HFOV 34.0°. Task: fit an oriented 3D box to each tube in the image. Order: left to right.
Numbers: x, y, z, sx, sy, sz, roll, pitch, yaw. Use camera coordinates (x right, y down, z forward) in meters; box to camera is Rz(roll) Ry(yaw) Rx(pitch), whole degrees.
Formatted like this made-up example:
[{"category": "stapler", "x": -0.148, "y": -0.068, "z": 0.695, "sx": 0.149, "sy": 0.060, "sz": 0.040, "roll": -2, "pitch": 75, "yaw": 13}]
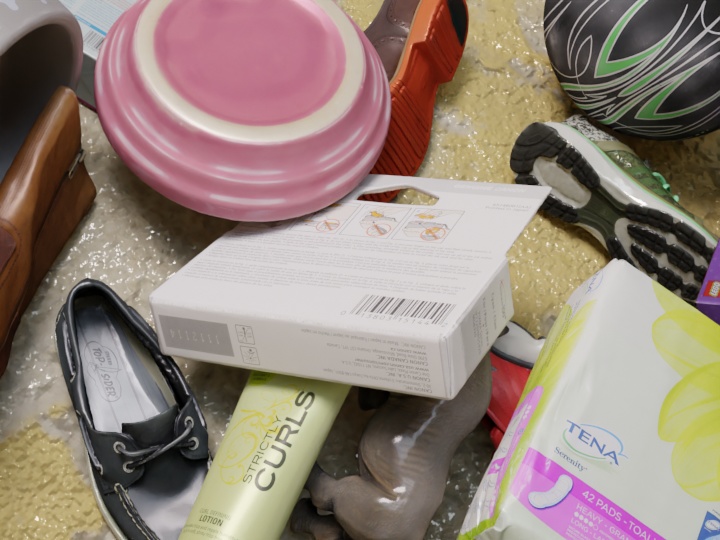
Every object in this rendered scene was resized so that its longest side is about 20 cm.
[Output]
[{"category": "tube", "x": -0.059, "y": 0.114, "z": 0.669, "sx": 0.057, "sy": 0.052, "sz": 0.202, "roll": 28, "pitch": 62, "yaw": -6}]

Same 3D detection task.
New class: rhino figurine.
[{"category": "rhino figurine", "x": 0.033, "y": 0.079, "z": 0.710, "sx": 0.086, "sy": 0.060, "sz": 0.202, "roll": 20, "pitch": 74, "yaw": 28}]

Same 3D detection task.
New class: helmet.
[{"category": "helmet", "x": 0.227, "y": -0.190, "z": 0.855, "sx": 0.191, "sy": 0.200, "sz": 0.200, "roll": -45, "pitch": 75, "yaw": 9}]

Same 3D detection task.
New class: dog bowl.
[{"category": "dog bowl", "x": -0.236, "y": -0.089, "z": 0.699, "sx": 0.058, "sy": 0.201, "sz": 0.202, "roll": 29, "pitch": 59, "yaw": 2}]

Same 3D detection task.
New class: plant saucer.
[{"category": "plant saucer", "x": -0.073, "y": -0.128, "z": 0.769, "sx": 0.197, "sy": 0.051, "sz": 0.204, "roll": 6, "pitch": 57, "yaw": -9}]

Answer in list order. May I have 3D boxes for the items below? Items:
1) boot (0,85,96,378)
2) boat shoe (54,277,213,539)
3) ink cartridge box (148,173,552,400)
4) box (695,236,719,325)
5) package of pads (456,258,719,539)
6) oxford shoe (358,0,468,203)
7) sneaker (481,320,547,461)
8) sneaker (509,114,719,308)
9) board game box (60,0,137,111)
[{"category": "boot", "x": -0.206, "y": -0.024, "z": 0.678, "sx": 0.067, "sy": 0.189, "sz": 0.202, "roll": 18, "pitch": 60, "yaw": 11}, {"category": "boat shoe", "x": -0.129, "y": 0.091, "z": 0.701, "sx": 0.073, "sy": 0.066, "sz": 0.202, "roll": -15, "pitch": 66, "yaw": -21}, {"category": "ink cartridge box", "x": 0.000, "y": 0.000, "z": 0.718, "sx": 0.197, "sy": 0.045, "sz": 0.176, "roll": 6, "pitch": 32, "yaw": 28}, {"category": "box", "x": 0.290, "y": -0.007, "z": 0.814, "sx": 0.039, "sy": 0.138, "sz": 0.201, "roll": 5, "pitch": 50, "yaw": 36}, {"category": "package of pads", "x": 0.155, "y": 0.109, "z": 0.663, "sx": 0.153, "sy": 0.068, "sz": 0.201, "roll": 34, "pitch": 57, "yaw": -1}, {"category": "oxford shoe", "x": 0.013, "y": -0.123, "z": 0.865, "sx": 0.072, "sy": 0.071, "sz": 0.202, "roll": 10, "pitch": 61, "yaw": 33}, {"category": "sneaker", "x": 0.117, "y": 0.094, "z": 0.763, "sx": 0.197, "sy": 0.077, "sz": 0.086, "roll": 22, "pitch": 74, "yaw": 8}, {"category": "sneaker", "x": 0.208, "y": -0.051, "z": 0.859, "sx": 0.200, "sy": 0.077, "sz": 0.088, "roll": 42, "pitch": 49, "yaw": 8}, {"category": "board game box", "x": -0.186, "y": -0.230, "z": 0.869, "sx": 0.146, "sy": 0.065, "sz": 0.201, "roll": 31, "pitch": 61, "yaw": 5}]
